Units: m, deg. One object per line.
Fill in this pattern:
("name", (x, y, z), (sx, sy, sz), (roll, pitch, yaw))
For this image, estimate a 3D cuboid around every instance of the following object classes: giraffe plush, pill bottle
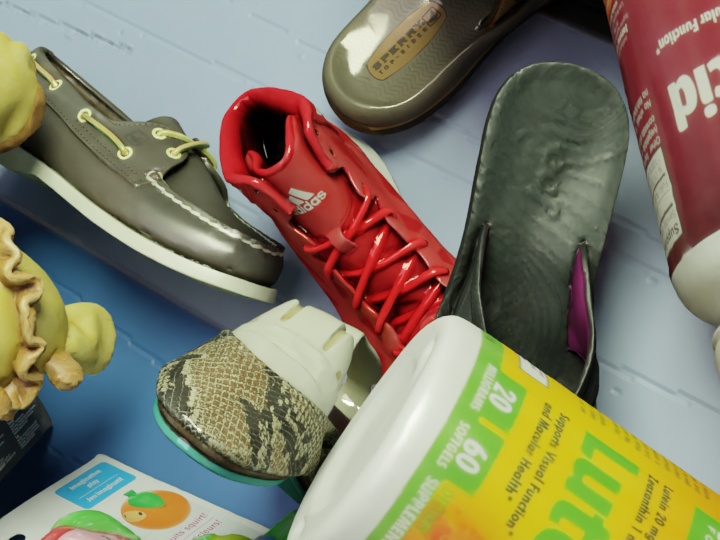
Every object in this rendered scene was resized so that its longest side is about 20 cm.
("giraffe plush", (-0.188, -0.006, 0.804), (0.172, 0.200, 0.163), (-28, 89, -25))
("pill bottle", (0.167, -0.046, 0.715), (0.114, 0.114, 0.201), (-19, 67, 20))
("pill bottle", (0.082, 0.115, 0.669), (0.200, 0.111, 0.111), (34, 92, -5))

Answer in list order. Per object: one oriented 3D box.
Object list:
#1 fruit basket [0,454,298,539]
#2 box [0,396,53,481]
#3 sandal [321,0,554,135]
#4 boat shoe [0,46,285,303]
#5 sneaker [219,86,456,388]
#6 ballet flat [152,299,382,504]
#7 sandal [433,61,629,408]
("fruit basket", (-0.092, 0.144, 0.760), (0.199, 0.185, 0.094), (25, 125, 27))
("box", (-0.247, 0.119, 0.833), (0.161, 0.200, 0.049), (-22, 103, 20))
("sandal", (0.052, -0.150, 0.836), (0.200, 0.055, 0.082), (-45, 61, 1))
("boat shoe", (-0.107, -0.048, 0.877), (0.201, 0.072, 0.061), (30, 93, 33))
("sneaker", (0.000, 0.000, 0.784), (0.078, 0.115, 0.200), (-47, 60, 6))
("ballet flat", (-0.027, 0.050, 0.738), (0.068, 0.200, 0.075), (40, 88, 16))
("sandal", (0.065, 0.017, 0.732), (0.075, 0.048, 0.202), (6, 92, -4))
